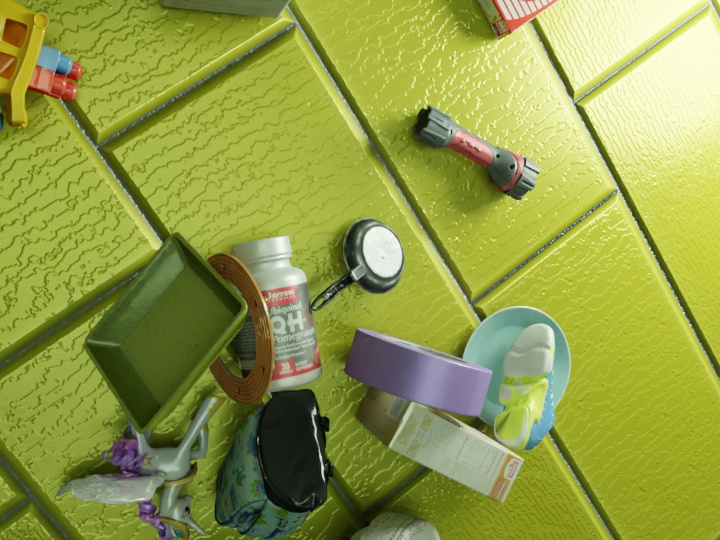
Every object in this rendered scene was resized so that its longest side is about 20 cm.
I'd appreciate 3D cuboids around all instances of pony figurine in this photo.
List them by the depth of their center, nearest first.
[{"bbox_3d":[-0.280,0.253,0.925,0.192,0.166,0.201,16,73,-25],"label":"pony figurine"}]

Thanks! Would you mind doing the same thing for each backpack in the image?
[{"bbox_3d":[-0.121,0.277,0.949,0.153,0.200,0.164,-2,54,-11],"label":"backpack"}]

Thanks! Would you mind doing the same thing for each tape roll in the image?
[{"bbox_3d":[0.080,0.141,0.992,0.199,0.200,0.066,17,88,-18],"label":"tape roll"}]

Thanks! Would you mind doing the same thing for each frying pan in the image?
[{"bbox_3d":[-0.003,-0.017,1.010,0.190,0.031,0.115,-12,86,-42],"label":"frying pan"}]

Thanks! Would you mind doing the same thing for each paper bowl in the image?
[{"bbox_3d":[0.034,0.453,1.019,0.200,0.104,0.202,-12,104,-58],"label":"paper bowl"}]

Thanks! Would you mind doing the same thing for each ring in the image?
[{"bbox_3d":[-0.163,0.075,0.919,0.019,0.200,0.201,-13,98,-38],"label":"ring"}]

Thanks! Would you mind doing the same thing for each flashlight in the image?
[{"bbox_3d":[0.175,-0.177,1.072,0.199,0.068,0.068,24,81,-19],"label":"flashlight"}]

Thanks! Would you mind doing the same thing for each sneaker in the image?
[{"bbox_3d":[0.267,0.189,1.108,0.105,0.076,0.201,38,70,-46],"label":"sneaker"}]

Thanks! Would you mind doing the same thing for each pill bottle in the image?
[{"bbox_3d":[-0.121,0.058,0.967,0.110,0.111,0.201,-11,92,-17],"label":"pill bottle"}]

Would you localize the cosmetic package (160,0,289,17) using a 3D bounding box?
[{"bbox_3d":[-0.160,-0.427,0.872,0.164,0.200,0.166,0,93,-18],"label":"cosmetic package"}]

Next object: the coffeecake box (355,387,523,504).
[{"bbox_3d":[0.111,0.245,1.033,0.200,0.153,0.073,30,85,-17],"label":"coffeecake box"}]

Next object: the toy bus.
[{"bbox_3d":[-0.444,-0.233,0.851,0.191,0.136,0.201,18,90,-34],"label":"toy bus"}]

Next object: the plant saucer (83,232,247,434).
[{"bbox_3d":[-0.242,0.078,0.905,0.200,0.200,0.048,-51,141,-1],"label":"plant saucer"}]

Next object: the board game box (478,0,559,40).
[{"bbox_3d":[0.229,-0.483,1.080,0.151,0.046,0.200,-36,103,-12],"label":"board game box"}]

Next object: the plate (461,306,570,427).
[{"bbox_3d":[0.247,0.156,1.138,0.199,0.026,0.201,-1,94,-18],"label":"plate"}]
